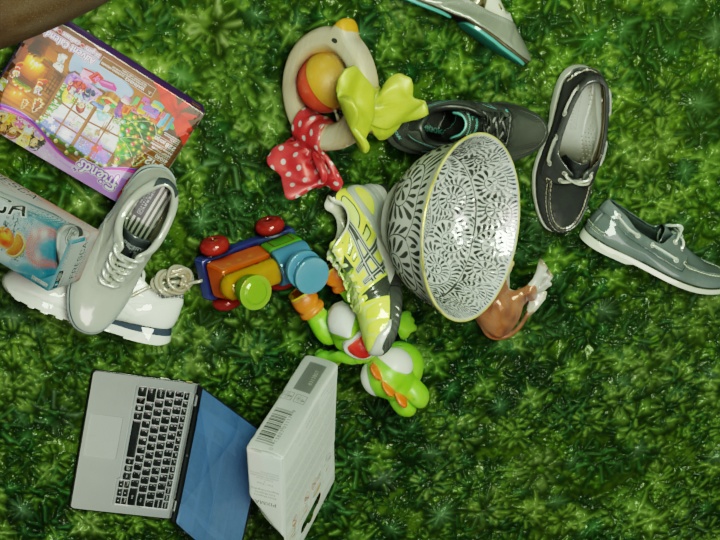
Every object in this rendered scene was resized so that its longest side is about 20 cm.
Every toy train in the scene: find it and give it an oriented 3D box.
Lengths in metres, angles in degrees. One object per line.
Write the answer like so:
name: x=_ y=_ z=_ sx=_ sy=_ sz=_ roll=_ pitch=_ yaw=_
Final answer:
toy train: x=-0.140 y=0.014 z=1.316 sx=0.199 sy=0.116 sz=0.085 roll=-21 pitch=114 yaw=-24

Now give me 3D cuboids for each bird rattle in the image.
bird rattle: x=-0.028 y=-0.175 z=1.287 sx=0.112 sy=0.200 sz=0.164 roll=-9 pitch=79 yaw=-37

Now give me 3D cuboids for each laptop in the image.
laptop: x=-0.230 y=0.234 z=1.408 sx=0.199 sy=0.116 sz=0.188 roll=9 pitch=108 yaw=-14

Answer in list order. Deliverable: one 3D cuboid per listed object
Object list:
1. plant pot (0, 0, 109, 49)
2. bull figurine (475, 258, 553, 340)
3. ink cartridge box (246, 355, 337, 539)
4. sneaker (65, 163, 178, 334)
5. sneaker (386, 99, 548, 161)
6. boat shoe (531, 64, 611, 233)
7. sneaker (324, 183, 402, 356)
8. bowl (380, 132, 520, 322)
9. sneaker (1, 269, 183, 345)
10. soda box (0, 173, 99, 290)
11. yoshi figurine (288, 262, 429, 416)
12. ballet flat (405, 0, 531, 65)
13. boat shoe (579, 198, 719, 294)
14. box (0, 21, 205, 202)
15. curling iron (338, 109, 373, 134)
plant pot: x=-0.292 y=-0.323 z=1.166 sx=0.199 sy=0.187 sz=0.188 roll=-17 pitch=114 yaw=-19
bull figurine: x=0.140 y=-0.012 z=1.407 sx=0.121 sy=0.065 sz=0.200 roll=-34 pitch=111 yaw=6
ink cartridge box: x=-0.077 y=0.225 z=1.403 sx=0.057 sy=0.163 sz=0.201 roll=17 pitch=131 yaw=13
sneaker: x=-0.256 y=-0.020 z=1.275 sx=0.073 sy=0.071 sz=0.201 roll=23 pitch=97 yaw=-20
sneaker: x=0.126 y=-0.151 z=1.332 sx=0.199 sy=0.079 sz=0.076 roll=-2 pitch=96 yaw=-22
boat shoe: x=0.247 y=-0.133 z=1.385 sx=0.073 sy=0.060 sz=0.201 roll=5 pitch=110 yaw=-13
sneaker: x=0.000 y=0.000 z=1.343 sx=0.076 sy=0.075 sz=0.201 roll=1 pitch=68 yaw=-18
bowl: x=0.083 y=-0.051 z=1.292 sx=0.200 sy=0.094 sz=0.202 roll=-19 pitch=114 yaw=-52
sneaker: x=-0.297 y=0.021 z=1.345 sx=0.199 sy=0.076 sz=0.081 roll=15 pitch=98 yaw=-22
soda box: x=-0.377 y=-0.057 z=1.251 sx=0.199 sy=0.068 sz=0.064 roll=28 pitch=106 yaw=10
yoshi figurine: x=0.009 y=0.081 z=1.421 sx=0.200 sy=0.112 sz=0.112 roll=52 pitch=54 yaw=-9
ballet flat: x=0.112 y=-0.290 z=1.298 sx=0.199 sy=0.067 sz=0.064 roll=25 pitch=98 yaw=-18
boat shoe: x=0.362 y=-0.028 z=1.441 sx=0.199 sy=0.073 sz=0.062 roll=21 pitch=110 yaw=-12
box: x=-0.286 y=-0.169 z=1.285 sx=0.199 sy=0.039 sz=0.137 roll=31 pitch=103 yaw=-20
curling iron: x=0.062 y=-0.158 z=1.360 sx=0.199 sy=0.026 sz=0.050 roll=22 pitch=108 yaw=-18
